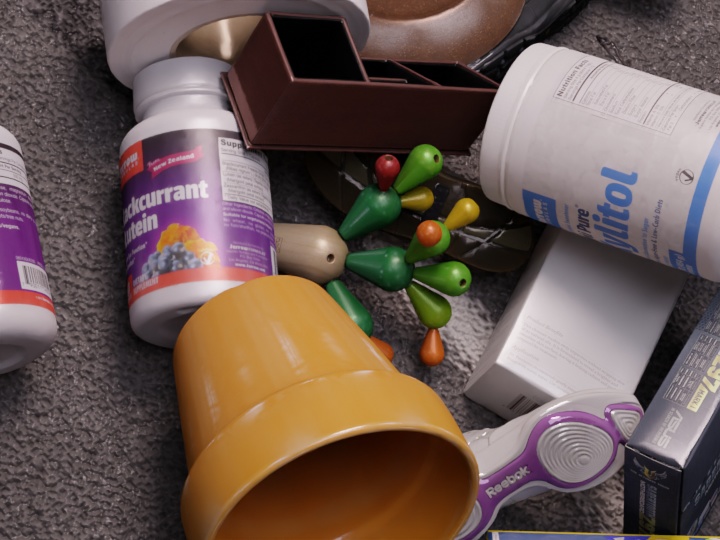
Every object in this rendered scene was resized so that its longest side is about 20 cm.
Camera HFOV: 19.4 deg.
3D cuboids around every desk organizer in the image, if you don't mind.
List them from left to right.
[{"bbox_3d":[0.007,-0.138,1.565,0.200,0.077,0.072,0,56,-32],"label":"desk organizer"}]

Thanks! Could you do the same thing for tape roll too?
[{"bbox_3d":[-0.096,-0.197,1.578,0.202,0.202,0.071,-3,70,-19],"label":"tape roll"}]

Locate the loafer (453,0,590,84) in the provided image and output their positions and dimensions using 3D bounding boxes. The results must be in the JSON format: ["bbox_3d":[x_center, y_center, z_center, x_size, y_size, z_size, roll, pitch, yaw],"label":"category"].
[{"bbox_3d":[0.120,-0.208,1.727,0.070,0.068,0.201,41,57,11],"label":"loafer"}]

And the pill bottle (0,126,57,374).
[{"bbox_3d":[-0.287,-0.029,1.498,0.112,0.112,0.200,-8,71,-20],"label":"pill bottle"}]

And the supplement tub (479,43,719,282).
[{"bbox_3d":[0.203,-0.081,1.559,0.200,0.132,0.132,19,60,23],"label":"supplement tub"}]

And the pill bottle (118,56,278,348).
[{"bbox_3d":[-0.122,-0.052,1.559,0.111,0.111,0.201,0,68,-17],"label":"pill bottle"}]

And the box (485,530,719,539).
[{"bbox_3d":[0.188,0.237,1.536,0.199,0.064,0.070,2,39,-5],"label":"box"}]

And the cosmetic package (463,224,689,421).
[{"bbox_3d":[0.176,0.032,1.638,0.113,0.081,0.200,32,62,-3],"label":"cosmetic package"}]

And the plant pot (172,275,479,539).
[{"bbox_3d":[-0.044,0.109,1.456,0.200,0.200,0.183,-9,47,-21],"label":"plant pot"}]

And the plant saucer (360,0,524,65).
[{"bbox_3d":[0.035,-0.243,1.690,0.200,0.037,0.201,-1,57,1],"label":"plant saucer"}]

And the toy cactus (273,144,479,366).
[{"bbox_3d":[0.000,0.000,1.581,0.165,0.102,0.201,12,101,14],"label":"toy cactus"}]

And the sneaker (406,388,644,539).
[{"bbox_3d":[0.110,0.132,1.547,0.200,0.100,0.075,-24,110,-3],"label":"sneaker"}]

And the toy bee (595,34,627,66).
[{"bbox_3d":[0.224,-0.089,1.700,0.109,0.200,0.131,-42,122,0],"label":"toy bee"}]

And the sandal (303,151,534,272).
[{"bbox_3d":[0.044,-0.063,1.644,0.200,0.055,0.082,25,94,-7],"label":"sandal"}]

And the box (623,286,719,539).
[{"bbox_3d":[0.263,0.107,1.589,0.051,0.158,0.200,23,59,22],"label":"box"}]
